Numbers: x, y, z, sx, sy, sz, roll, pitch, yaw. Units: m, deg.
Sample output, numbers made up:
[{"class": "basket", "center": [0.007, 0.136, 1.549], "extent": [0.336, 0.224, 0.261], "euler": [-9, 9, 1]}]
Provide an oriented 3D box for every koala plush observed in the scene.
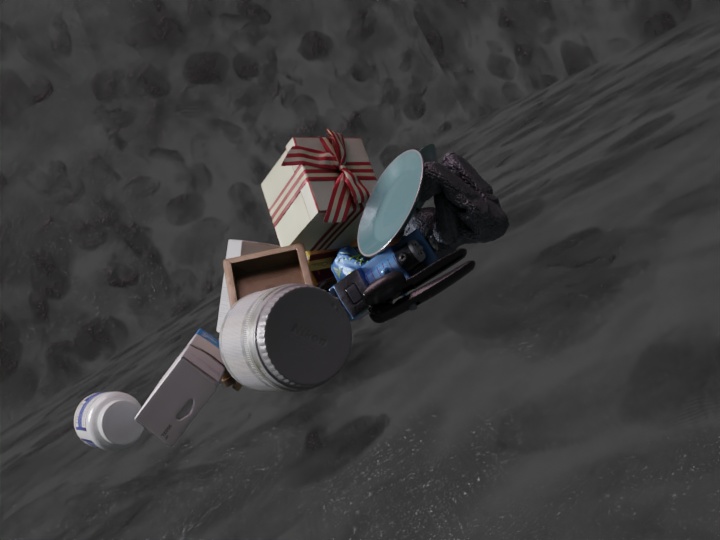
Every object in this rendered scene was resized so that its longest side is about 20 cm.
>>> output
[{"class": "koala plush", "center": [0.148, -0.078, 1.619], "extent": [0.200, 0.184, 0.177], "euler": [-49, -10, 27]}]

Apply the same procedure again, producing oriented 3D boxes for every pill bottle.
[{"class": "pill bottle", "center": [-0.481, 0.291, 1.717], "extent": [0.111, 0.112, 0.199], "euler": [-35, 10, -28]}]

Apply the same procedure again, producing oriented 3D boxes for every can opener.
[{"class": "can opener", "center": [0.098, 0.025, 1.445], "extent": [0.198, 0.064, 0.079], "euler": [-23, -19, -9]}]

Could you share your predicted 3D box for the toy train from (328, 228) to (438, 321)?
[{"class": "toy train", "center": [0.045, 0.009, 1.525], "extent": [0.199, 0.087, 0.114], "euler": [-35, -7, 18]}]

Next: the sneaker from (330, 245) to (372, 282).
[{"class": "sneaker", "center": [0.000, 0.000, 1.738], "extent": [0.076, 0.106, 0.199], "euler": [-37, 10, -36]}]

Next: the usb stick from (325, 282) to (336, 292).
[{"class": "usb stick", "center": [-0.035, 0.034, 1.903], "extent": [0.198, 0.033, 0.055], "euler": [-30, 3, 10]}]

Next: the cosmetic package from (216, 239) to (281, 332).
[{"class": "cosmetic package", "center": [-0.231, 0.040, 1.889], "extent": [0.112, 0.203, 0.081], "euler": [11, -5, -31]}]

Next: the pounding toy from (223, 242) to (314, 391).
[{"class": "pounding toy", "center": [-0.169, 0.084, 1.638], "extent": [0.182, 0.143, 0.201], "euler": [-12, 46, -6]}]

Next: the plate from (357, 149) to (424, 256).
[{"class": "plate", "center": [0.058, -0.113, 1.530], "extent": [0.200, 0.025, 0.202], "euler": [-50, 26, 35]}]

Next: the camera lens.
[{"class": "camera lens", "center": [-0.119, 0.106, 1.370], "extent": [0.159, 0.161, 0.199], "euler": [-35, 10, -27]}]

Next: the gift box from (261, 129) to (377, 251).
[{"class": "gift box", "center": [-0.077, -0.143, 1.699], "extent": [0.198, 0.186, 0.187], "euler": [-11, -22, -38]}]

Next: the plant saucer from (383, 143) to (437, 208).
[{"class": "plant saucer", "center": [0.098, -0.145, 1.689], "extent": [0.202, 0.039, 0.201], "euler": [-52, -13, -16]}]

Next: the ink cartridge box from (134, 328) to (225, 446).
[{"class": "ink cartridge box", "center": [-0.309, 0.203, 1.581], "extent": [0.145, 0.084, 0.200], "euler": [-52, 7, 7]}]

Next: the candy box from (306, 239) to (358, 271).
[{"class": "candy box", "center": [-0.095, -0.096, 1.857], "extent": [0.115, 0.201, 0.057], "euler": [-11, -38, -25]}]

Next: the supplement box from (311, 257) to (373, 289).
[{"class": "supplement box", "center": [-0.060, -0.018, 1.924], "extent": [0.198, 0.086, 0.110], "euler": [-23, -10, -32]}]

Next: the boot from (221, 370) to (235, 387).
[{"class": "boot", "center": [-0.265, 0.172, 1.778], "extent": [0.073, 0.076, 0.200], "euler": [-35, 7, -6]}]

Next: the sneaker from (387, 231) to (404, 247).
[{"class": "sneaker", "center": [0.084, -0.038, 1.750], "extent": [0.070, 0.081, 0.200], "euler": [5, 16, 22]}]
